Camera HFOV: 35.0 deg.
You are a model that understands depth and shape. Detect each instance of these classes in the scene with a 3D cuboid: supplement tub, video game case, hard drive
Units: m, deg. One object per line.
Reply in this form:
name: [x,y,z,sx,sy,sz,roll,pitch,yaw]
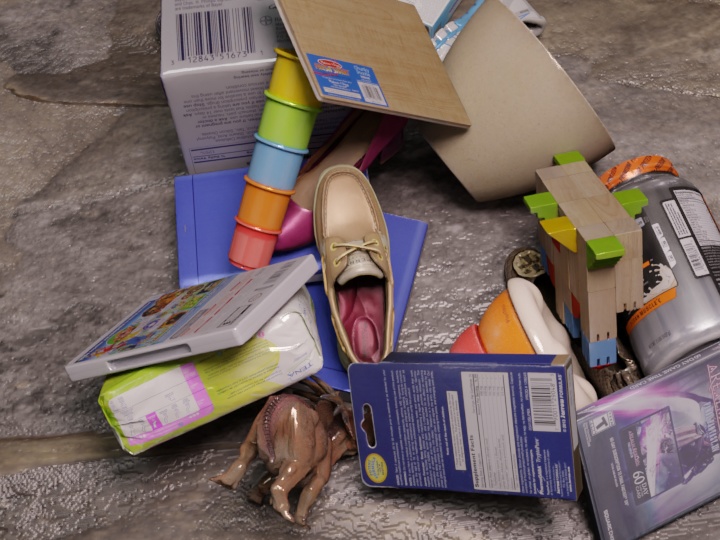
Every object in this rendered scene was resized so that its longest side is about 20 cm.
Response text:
supplement tub: [0.294,-0.002,1.098,0.121,0.123,0.202,-14,61,-6]
video game case: [0.284,0.150,1.015,0.198,0.145,0.019,-23,24,-11]
video game case: [-0.148,0.042,1.009,0.198,0.018,0.143,-14,19,32]
hard drive: [-0.018,0.028,1.145,0.130,0.025,0.202,12,62,8]
hard drive: [-0.085,-0.047,1.151,0.197,0.025,0.134,-8,61,-1]

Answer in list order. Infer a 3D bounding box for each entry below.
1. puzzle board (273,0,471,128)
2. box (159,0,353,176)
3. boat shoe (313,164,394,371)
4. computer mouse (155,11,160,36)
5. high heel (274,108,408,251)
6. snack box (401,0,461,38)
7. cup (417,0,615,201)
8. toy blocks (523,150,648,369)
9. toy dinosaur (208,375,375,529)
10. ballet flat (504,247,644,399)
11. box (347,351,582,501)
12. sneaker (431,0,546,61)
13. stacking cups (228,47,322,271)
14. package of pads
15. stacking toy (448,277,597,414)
puzzle board: [0.007,-0.201,1.052,0.198,0.017,0.152,2,57,-44]
box: [-0.099,-0.185,1.164,0.181,0.201,0.106,-6,60,-2]
boat shoe: [0.000,0.000,1.060,0.073,0.066,0.203,-11,91,-6]
computer mouse: [-0.135,-0.281,1.311,0.198,0.046,0.142,-29,68,-1]
high heel: [-0.031,-0.105,1.100,0.067,0.097,0.200,35,68,20]
snack box: [0.024,-0.351,1.347,0.198,0.037,0.117,26,64,15]
cup: [0.142,-0.155,1.165,0.143,0.200,0.201,-39,65,8]
toy blocks: [0.207,-0.004,1.042,0.098,0.139,0.201,-11,29,-4]
toy dinosaur: [-0.055,0.144,1.001,0.085,0.200,0.137,21,77,22]
ballet flat: [0.210,0.050,1.114,0.067,0.047,0.201,-27,64,-13]
box: [0.089,0.132,0.988,0.197,0.123,0.032,-1,16,24]
sneaker: [0.134,-0.240,1.266,0.086,0.075,0.200,39,69,14]
stacking cups: [-0.073,-0.098,1.050,0.060,0.060,0.203,17,104,11]
package of pads: [-0.134,0.076,1.034,0.198,0.155,0.069,-24,107,1]
stacking toy: [0.103,0.112,1.050,0.198,0.146,0.148,-30,61,13]
